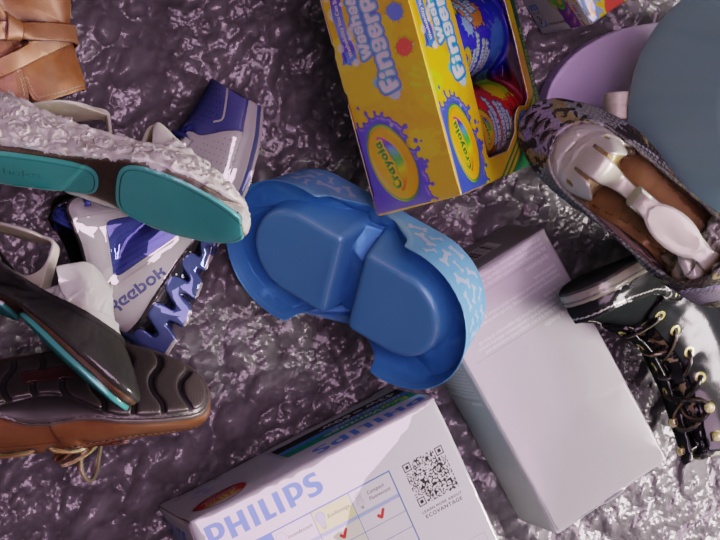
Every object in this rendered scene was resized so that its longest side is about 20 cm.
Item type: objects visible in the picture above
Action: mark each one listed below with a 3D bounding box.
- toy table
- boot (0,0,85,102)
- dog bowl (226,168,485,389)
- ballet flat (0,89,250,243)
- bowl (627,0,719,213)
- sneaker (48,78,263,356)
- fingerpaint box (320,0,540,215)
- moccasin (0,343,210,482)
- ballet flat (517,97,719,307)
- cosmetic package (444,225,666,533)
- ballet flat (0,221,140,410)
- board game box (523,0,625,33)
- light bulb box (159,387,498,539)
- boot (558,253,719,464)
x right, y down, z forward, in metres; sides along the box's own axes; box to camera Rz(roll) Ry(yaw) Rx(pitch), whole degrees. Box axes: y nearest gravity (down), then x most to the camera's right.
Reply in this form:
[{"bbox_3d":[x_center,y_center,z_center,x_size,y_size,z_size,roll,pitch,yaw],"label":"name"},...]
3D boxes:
[{"bbox_3d":[0.244,-0.119,1.749,0.199,0.117,0.185,-15,96,-16],"label":"toy table"},{"bbox_3d":[-0.290,-0.168,1.622,0.199,0.077,0.156,-19,100,-22],"label":"boot"},{"bbox_3d":[0.000,0.000,1.662,0.199,0.112,0.050,29,38,19],"label":"dog bowl"},{"bbox_3d":[-0.164,-0.077,1.593,0.199,0.072,0.072,16,87,-5],"label":"ballet flat"},{"bbox_3d":[0.295,-0.108,1.650,0.199,0.105,0.202,0,91,-17],"label":"bowl"},{"bbox_3d":[-0.150,-0.047,1.653,0.115,0.081,0.200,23,86,-18],"label":"sneaker"},{"bbox_3d":[0.051,-0.156,1.665,0.167,0.073,0.201,-24,100,-60],"label":"fingerpaint box"},{"bbox_3d":[-0.203,0.099,1.637,0.200,0.078,0.074,-9,53,-6],"label":"moccasin"},{"bbox_3d":[0.184,-0.054,1.625,0.200,0.072,0.072,42,79,18],"label":"ballet flat"},{"bbox_3d":[0.124,0.078,1.735,0.106,0.090,0.201,-29,102,-14],"label":"cosmetic package"},{"bbox_3d":[-0.213,0.015,1.601,0.199,0.068,0.069,32,82,20],"label":"ballet flat"},{"bbox_3d":[0.203,-0.270,1.739,0.199,0.105,0.103,-34,100,-12],"label":"board game box"},{"bbox_3d":[-0.007,0.215,1.677,0.197,0.125,0.201,-26,97,-13],"label":"light bulb box"},{"bbox_3d":[0.222,0.062,1.710,0.203,0.073,0.155,-10,82,-59],"label":"boot"}]
